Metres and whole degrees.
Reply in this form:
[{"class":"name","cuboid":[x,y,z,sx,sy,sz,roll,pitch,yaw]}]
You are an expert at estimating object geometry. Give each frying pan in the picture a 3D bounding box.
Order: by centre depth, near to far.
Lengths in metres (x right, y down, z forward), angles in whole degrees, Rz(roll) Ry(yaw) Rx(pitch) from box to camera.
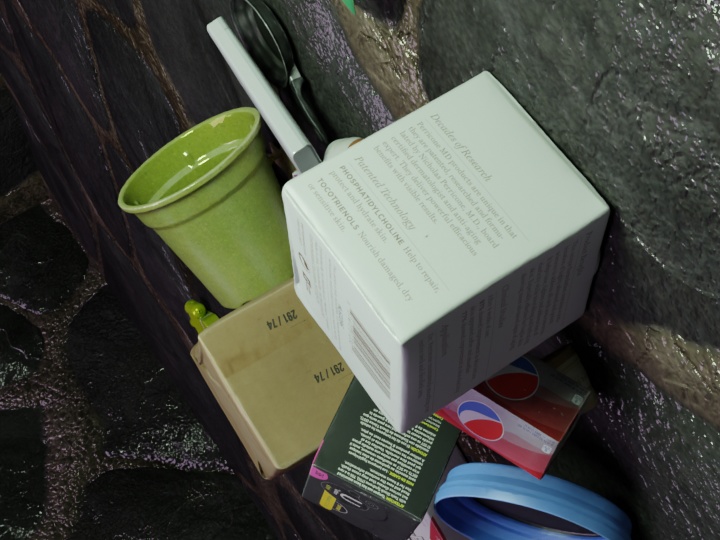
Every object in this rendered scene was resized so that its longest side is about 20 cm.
[{"class":"frying pan","cuboid":[-0.086,-0.232,1.380,0.190,0.031,0.116,47,162,33]}]

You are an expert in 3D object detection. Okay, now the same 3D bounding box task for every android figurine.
[{"class":"android figurine","cuboid":[-0.300,0.144,2.596,0.184,0.041,0.200,66,164,-18]}]

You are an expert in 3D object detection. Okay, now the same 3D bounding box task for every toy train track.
[{"class":"toy train track","cuboid":[-0.102,-0.150,1.561,0.115,0.032,0.201,44,156,42]}]

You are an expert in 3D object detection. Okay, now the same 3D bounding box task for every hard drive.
[{"class":"hard drive","cuboid":[-0.095,-0.173,1.396,0.201,0.027,0.132,57,179,27]}]

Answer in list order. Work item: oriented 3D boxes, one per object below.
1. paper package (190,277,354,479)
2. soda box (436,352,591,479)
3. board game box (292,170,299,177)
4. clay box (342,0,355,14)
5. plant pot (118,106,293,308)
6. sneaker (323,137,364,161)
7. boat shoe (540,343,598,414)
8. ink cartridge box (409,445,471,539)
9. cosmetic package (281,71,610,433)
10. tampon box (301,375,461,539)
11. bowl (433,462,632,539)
[{"class":"paper package","cuboid":[-0.067,0.112,1.467,0.192,0.199,0.104,57,162,6]},{"class":"soda box","cuboid":[0.094,0.092,1.104,0.199,0.070,0.064,31,142,15]},{"class":"board game box","cuboid":[0.000,0.000,1.499,0.200,0.041,0.201,46,158,37]},{"class":"clay box","cuboid":[-0.015,-0.312,1.025,0.115,0.047,0.201,54,163,19]},{"class":"plant pot","cuboid":[-0.162,-0.064,1.541,0.185,0.200,0.200,58,165,-24]},{"class":"sneaker","cuboid":[0.002,-0.036,1.316,0.084,0.072,0.203,6,104,62]},{"class":"boat shoe","cuboid":[0.163,0.127,1.198,0.065,0.072,0.200,54,156,5]},{"class":"ink cartridge box","cuboid":[0.094,0.306,1.657,0.148,0.082,0.200,59,163,1]},{"class":"cosmetic package","cuboid":[0.066,-0.013,1.019,0.167,0.199,0.168,51,162,26]},{"class":"tampon box","cuboid":[0.038,0.162,1.328,0.125,0.201,0.150,26,157,4]},{"class":"bowl","cuboid":[0.170,0.241,1.236,0.198,0.040,0.201,16,157,7]}]
